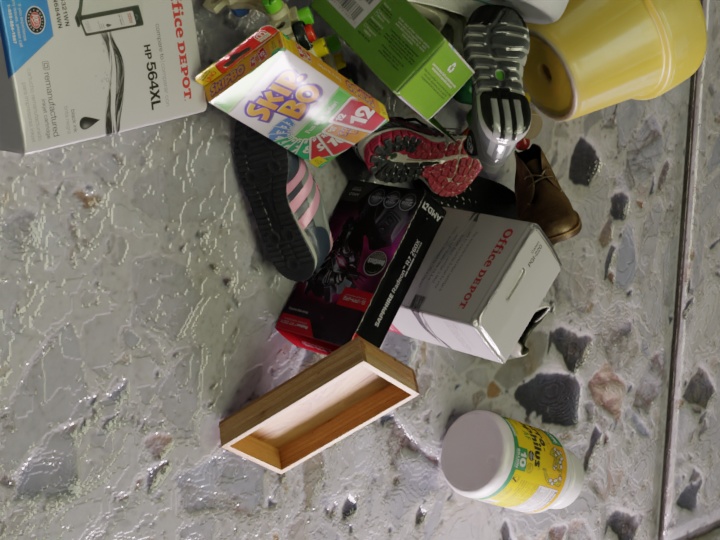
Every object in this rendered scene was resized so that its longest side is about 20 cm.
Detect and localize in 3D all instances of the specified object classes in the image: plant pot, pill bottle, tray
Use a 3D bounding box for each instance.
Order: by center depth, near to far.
[{"bbox_3d":[-0.046,0.147,1.340,0.099,0.200,0.037,33,33,-42],"label":"tray"},{"bbox_3d":[0.301,-0.290,1.582,0.188,0.201,0.202,-31,120,-17],"label":"plant pot"},{"bbox_3d":[0.206,0.258,1.645,0.200,0.112,0.113,24,82,-43],"label":"pill bottle"}]

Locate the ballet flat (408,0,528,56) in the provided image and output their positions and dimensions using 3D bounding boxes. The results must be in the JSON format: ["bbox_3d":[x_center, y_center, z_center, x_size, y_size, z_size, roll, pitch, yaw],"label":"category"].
[{"bbox_3d":[0.098,-0.281,1.421,0.199,0.069,0.070,19,85,-18],"label":"ballet flat"}]

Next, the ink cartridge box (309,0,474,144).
[{"bbox_3d":[0.052,-0.231,1.327,0.076,0.148,0.200,-45,157,10],"label":"ink cartridge box"}]

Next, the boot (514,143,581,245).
[{"bbox_3d":[0.212,-0.090,1.488,0.073,0.200,0.076,-17,115,4],"label":"boot"}]

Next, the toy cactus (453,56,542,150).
[{"bbox_3d":[0.149,-0.191,1.473,0.200,0.165,0.102,36,94,-37],"label":"toy cactus"}]

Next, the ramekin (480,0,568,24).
[{"bbox_3d":[0.156,-0.354,1.418,0.200,0.200,0.098,15,96,-44],"label":"ramekin"}]

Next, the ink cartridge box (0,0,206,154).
[{"bbox_3d":[-0.248,-0.199,1.133,0.199,0.084,0.147,-22,113,-39],"label":"ink cartridge box"}]

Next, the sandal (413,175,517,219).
[{"bbox_3d":[0.140,-0.082,1.560,0.200,0.048,0.076,28,65,-29],"label":"sandal"}]

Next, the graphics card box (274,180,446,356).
[{"bbox_3d":[0.000,0.000,1.385,0.051,0.125,0.201,40,72,-40],"label":"graphics card box"}]

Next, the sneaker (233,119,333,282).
[{"bbox_3d":[-0.079,-0.094,1.344,0.082,0.070,0.201,-46,129,-54],"label":"sneaker"}]

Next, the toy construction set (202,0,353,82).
[{"bbox_3d":[-0.072,-0.233,1.274,0.200,0.092,0.132,42,26,-40],"label":"toy construction set"}]

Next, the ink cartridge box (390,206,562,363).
[{"bbox_3d":[0.109,0.009,1.438,0.146,0.199,0.085,-56,131,-19],"label":"ink cartridge box"}]

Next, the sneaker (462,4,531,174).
[{"bbox_3d":[0.139,-0.191,1.376,0.116,0.075,0.201,104,-8,-54],"label":"sneaker"}]

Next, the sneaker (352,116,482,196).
[{"bbox_3d":[0.072,-0.143,1.451,0.199,0.075,0.081,10,119,-45],"label":"sneaker"}]

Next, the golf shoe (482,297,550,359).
[{"bbox_3d":[0.218,0.029,1.621,0.078,0.097,0.201,35,73,-40],"label":"golf shoe"}]

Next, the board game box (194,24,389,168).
[{"bbox_3d":[-0.064,-0.166,1.220,0.200,0.095,0.030,29,36,-50],"label":"board game box"}]
